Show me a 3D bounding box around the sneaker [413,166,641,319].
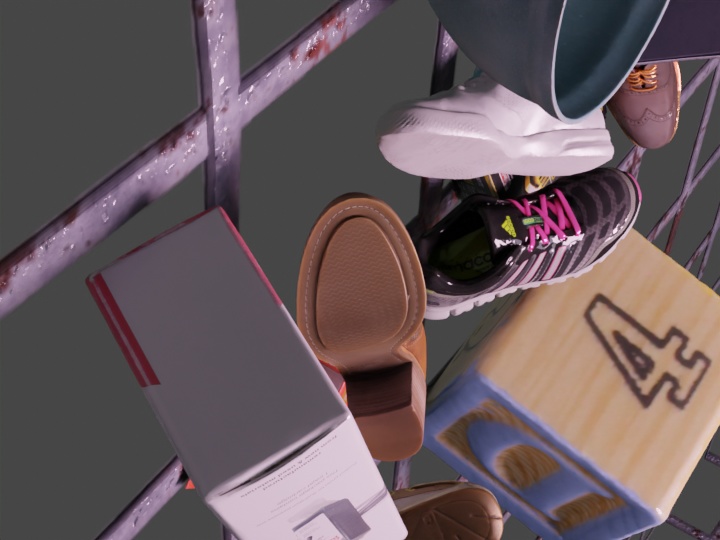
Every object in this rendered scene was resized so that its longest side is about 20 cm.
[{"bbox_3d":[0.119,-0.026,0.991,0.200,0.074,0.087,-23,162,3],"label":"sneaker"}]

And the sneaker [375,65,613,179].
[{"bbox_3d":[0.089,-0.115,0.925,0.200,0.075,0.089,-1,76,-37],"label":"sneaker"}]

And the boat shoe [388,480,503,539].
[{"bbox_3d":[0.015,0.212,1.024,0.066,0.200,0.074,-30,105,-83],"label":"boat shoe"}]

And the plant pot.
[{"bbox_3d":[0.107,-0.205,0.789,0.200,0.134,0.201,-46,152,-34],"label":"plant pot"}]

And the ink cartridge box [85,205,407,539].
[{"bbox_3d":[-0.055,0.081,0.715,0.085,0.146,0.200,-30,152,-7],"label":"ink cartridge box"}]

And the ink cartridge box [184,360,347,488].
[{"bbox_3d":[-0.038,0.114,0.931,0.109,0.050,0.200,-64,159,4],"label":"ink cartridge box"}]

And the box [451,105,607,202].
[{"bbox_3d":[0.139,-0.114,1.076,0.160,0.049,0.200,-61,158,-11],"label":"box"}]

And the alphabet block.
[{"bbox_3d":[0.192,0.099,1.143,0.200,0.196,0.195,-52,-179,-27],"label":"alphabet block"}]

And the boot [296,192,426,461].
[{"bbox_3d":[0.000,0.000,0.813,0.155,0.073,0.200,-94,178,-50],"label":"boot"}]

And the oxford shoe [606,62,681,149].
[{"bbox_3d":[0.227,-0.174,1.105,0.073,0.071,0.200,-82,153,-50],"label":"oxford shoe"}]

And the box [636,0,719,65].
[{"bbox_3d":[0.269,-0.277,1.009,0.182,0.104,0.200,-34,116,-50],"label":"box"}]
